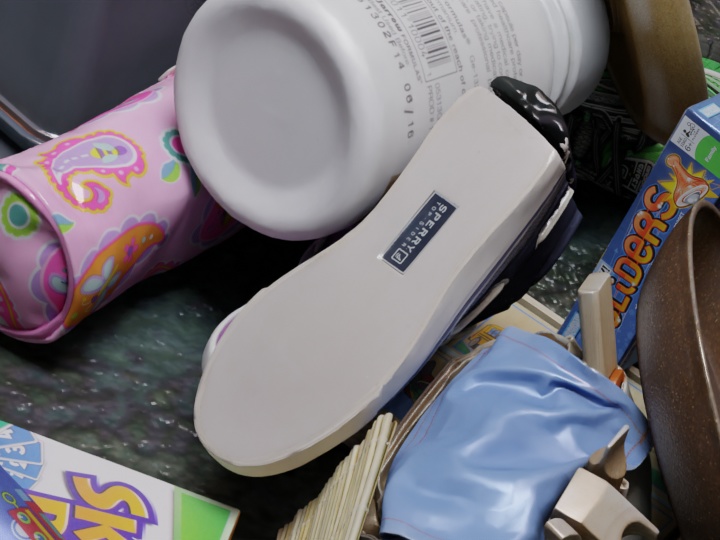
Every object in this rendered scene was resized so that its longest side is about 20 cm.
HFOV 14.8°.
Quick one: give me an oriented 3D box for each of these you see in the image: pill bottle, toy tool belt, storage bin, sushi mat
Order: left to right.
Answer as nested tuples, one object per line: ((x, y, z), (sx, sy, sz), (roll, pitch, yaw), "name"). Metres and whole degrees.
((-0.111, -0.154, 1.335), (0.145, 0.135, 0.200), (40, 41, 24), "storage bin")
((-0.029, 0.143, 1.044), (0.012, 0.096, 0.200), (31, 37, -9), "sushi mat")
((0.021, -0.090, 1.233), (0.114, 0.115, 0.200), (39, 36, 23), "pill bottle")
((0.053, 0.099, 1.086), (0.124, 0.123, 0.200), (21, 47, 13), "toy tool belt")

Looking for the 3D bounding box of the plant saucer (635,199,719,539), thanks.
((0.154, 0.072, 1.152), (0.037, 0.201, 0.201), (-17, 35, 18), "plant saucer")

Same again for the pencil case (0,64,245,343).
((-0.097, -0.041, 1.242), (0.087, 0.088, 0.200), (36, 41, 19), "pencil case")

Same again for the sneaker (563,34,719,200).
((0.116, -0.080, 1.392), (0.199, 0.078, 0.085), (2, 42, -22), "sneaker")

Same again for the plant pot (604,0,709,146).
((0.120, -0.146, 1.295), (0.027, 0.200, 0.200), (-17, 44, -1), "plant pot")

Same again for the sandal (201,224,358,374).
((0.006, 0.004, 1.222), (0.082, 0.050, 0.203), (30, 41, 13), "sandal")

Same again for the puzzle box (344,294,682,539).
((0.071, 0.067, 1.237), (0.200, 0.025, 0.133), (34, 39, 17), "puzzle box")

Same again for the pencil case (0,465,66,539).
((-0.142, 0.122, 1.013), (0.200, 0.087, 0.078), (47, 12, 15), "pencil case")

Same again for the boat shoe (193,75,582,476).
((0.019, 0.017, 1.153), (0.200, 0.093, 0.075), (-45, 65, -5), "boat shoe")

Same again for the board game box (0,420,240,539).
((-0.138, 0.105, 1.100), (0.199, 0.030, 0.096), (22, 38, -1), "board game box")

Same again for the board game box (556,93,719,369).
((0.181, -0.036, 1.298), (0.034, 0.136, 0.200), (40, 33, 18), "board game box")
